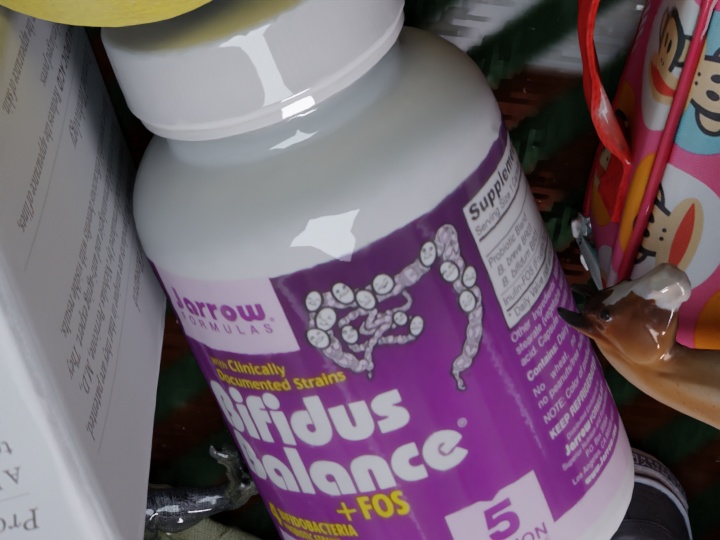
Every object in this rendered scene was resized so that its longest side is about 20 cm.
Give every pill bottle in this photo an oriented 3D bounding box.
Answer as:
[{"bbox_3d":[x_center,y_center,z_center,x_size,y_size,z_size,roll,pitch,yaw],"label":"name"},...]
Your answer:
[{"bbox_3d":[0.000,0.000,0.790,0.112,0.112,0.201,-20,117,8],"label":"pill bottle"}]

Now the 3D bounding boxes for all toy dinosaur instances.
[{"bbox_3d":[-0.077,0.069,0.863,0.199,0.048,0.088,21,130,-13],"label":"toy dinosaur"}]

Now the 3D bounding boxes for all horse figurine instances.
[{"bbox_3d":[0.168,0.047,0.755,0.200,0.050,0.132,26,152,-25],"label":"horse figurine"}]

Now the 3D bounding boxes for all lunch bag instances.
[{"bbox_3d":[0.146,-0.054,0.783,0.175,0.082,0.201,13,117,-8],"label":"lunch bag"}]

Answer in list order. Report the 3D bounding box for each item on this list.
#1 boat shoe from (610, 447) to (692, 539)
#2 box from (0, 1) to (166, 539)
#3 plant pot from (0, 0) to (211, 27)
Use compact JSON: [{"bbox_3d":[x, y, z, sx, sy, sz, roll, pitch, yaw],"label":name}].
[{"bbox_3d":[0.045,0.150,0.894,0.072,0.068,0.200,30,116,-16],"label":"boat shoe"},{"bbox_3d":[-0.167,0.013,0.742,0.198,0.200,0.131,-16,115,6],"label":"box"},{"bbox_3d":[-0.064,-0.146,0.683,0.199,0.201,0.142,9,141,-7],"label":"plant pot"}]
